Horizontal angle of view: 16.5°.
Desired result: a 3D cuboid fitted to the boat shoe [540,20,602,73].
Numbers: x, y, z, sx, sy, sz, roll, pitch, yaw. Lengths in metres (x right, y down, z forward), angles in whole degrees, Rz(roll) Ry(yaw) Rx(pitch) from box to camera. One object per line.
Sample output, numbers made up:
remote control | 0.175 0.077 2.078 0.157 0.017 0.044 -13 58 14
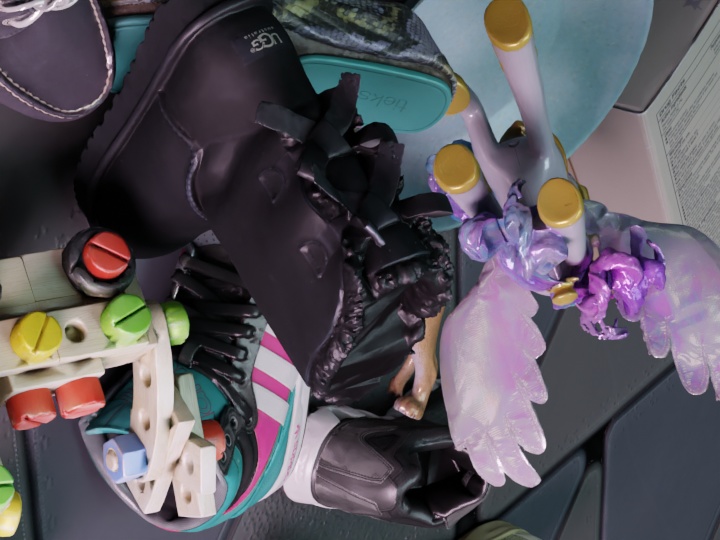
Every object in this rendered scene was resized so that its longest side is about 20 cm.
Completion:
boat shoe | 0.121 -0.208 1.364 0.062 0.072 0.200 -57 160 -70

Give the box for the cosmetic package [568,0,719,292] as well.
cosmetic package | 0.182 -0.072 1.511 0.104 0.073 0.200 -53 144 -26

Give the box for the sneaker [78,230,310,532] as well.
sneaker | -0.077 0.041 1.163 0.121 0.084 0.200 -39 139 -55

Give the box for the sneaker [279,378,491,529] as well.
sneaker | 0.043 0.106 1.371 0.200 0.090 0.066 -6 112 -56

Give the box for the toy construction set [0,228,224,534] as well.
toy construction set | -0.133 0.058 1.025 0.200 0.092 0.131 -5 70 -46

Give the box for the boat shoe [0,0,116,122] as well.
boat shoe | -0.144 -0.117 0.970 0.073 0.063 0.200 -41 139 -9

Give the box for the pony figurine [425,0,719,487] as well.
pony figurine | 0.096 -0.013 1.231 0.200 0.167 0.193 52 21 -62

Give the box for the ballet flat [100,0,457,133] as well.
ballet flat | -0.050 -0.107 1.127 0.200 0.072 0.072 8 100 -32

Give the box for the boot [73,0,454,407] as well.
boot | -0.041 -0.015 1.045 0.073 0.162 0.198 -24 160 -30

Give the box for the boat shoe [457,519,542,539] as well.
boat shoe | 0.059 0.207 1.476 0.201 0.063 0.073 -20 123 -52

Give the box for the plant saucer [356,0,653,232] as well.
plant saucer | 0.063 -0.108 1.297 0.201 0.039 0.201 -28 145 -22

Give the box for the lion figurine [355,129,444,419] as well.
lion figurine | 0.000 0.000 1.271 0.123 0.072 0.200 -67 155 -1
